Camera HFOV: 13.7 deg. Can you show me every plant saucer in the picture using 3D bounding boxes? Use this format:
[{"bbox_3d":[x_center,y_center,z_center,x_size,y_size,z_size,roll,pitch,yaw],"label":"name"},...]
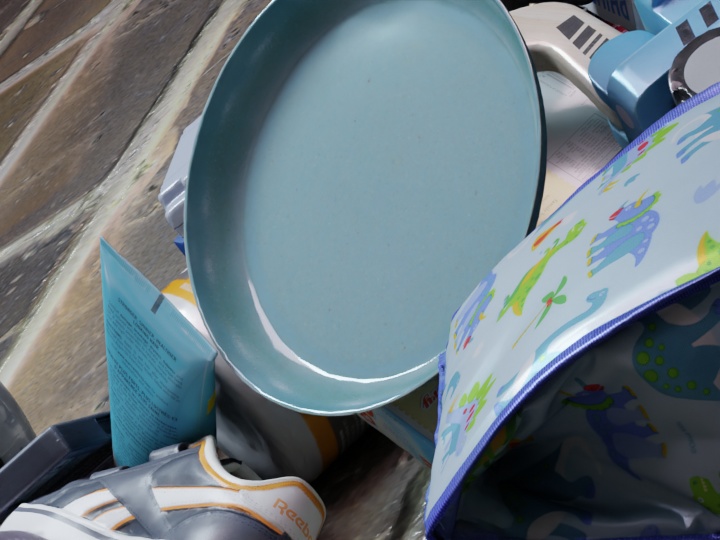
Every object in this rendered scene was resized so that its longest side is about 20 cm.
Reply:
[{"bbox_3d":[0.005,-0.036,1.259,0.200,0.027,0.201,-12,72,39],"label":"plant saucer"}]

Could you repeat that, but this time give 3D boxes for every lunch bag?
[{"bbox_3d":[0.116,0.025,1.070,0.199,0.128,0.170,-24,19,15],"label":"lunch bag"}]

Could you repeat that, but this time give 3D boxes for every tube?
[{"bbox_3d":[-0.092,0.062,1.373,0.050,0.077,0.200,-43,-21,-23],"label":"tube"}]

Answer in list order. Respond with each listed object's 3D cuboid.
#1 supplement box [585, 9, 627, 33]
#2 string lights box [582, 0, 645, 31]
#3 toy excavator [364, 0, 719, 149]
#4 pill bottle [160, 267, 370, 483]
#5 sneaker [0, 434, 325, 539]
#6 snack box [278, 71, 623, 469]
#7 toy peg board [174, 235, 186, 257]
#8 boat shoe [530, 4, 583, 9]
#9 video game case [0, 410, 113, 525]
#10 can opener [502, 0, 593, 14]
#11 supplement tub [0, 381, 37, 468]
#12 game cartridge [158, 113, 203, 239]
[{"bbox_3d":[0.143,-0.088,1.456,0.109,0.061,0.200,-36,15,8],"label":"supplement box"},{"bbox_3d":[0.200,-0.167,1.402,0.199,0.059,0.103,-16,18,-11],"label":"string lights box"},{"bbox_3d":[0.123,-0.085,1.265,0.194,0.100,0.200,-37,42,-7],"label":"toy excavator"},{"bbox_3d":[0.000,0.000,1.426,0.200,0.116,0.116,-44,16,-18],"label":"pill bottle"},{"bbox_3d":[-0.086,0.122,1.347,0.200,0.079,0.079,4,48,53],"label":"sneaker"},{"bbox_3d":[0.074,-0.006,1.300,0.200,0.037,0.116,-44,52,-14],"label":"snack box"},{"bbox_3d":[-0.018,-0.054,1.660,0.200,0.098,0.199,-42,16,-14],"label":"toy peg board"},{"bbox_3d":[0.078,-0.150,1.565,0.072,0.065,0.200,-36,5,7],"label":"boat shoe"},{"bbox_3d":[-0.164,0.118,1.485,0.143,0.019,0.200,-41,-7,13],"label":"video game case"},{"bbox_3d":[0.053,-0.123,1.412,0.200,0.078,0.064,165,124,-75],"label":"can opener"},{"bbox_3d":[-0.283,0.136,1.668,0.200,0.123,0.122,-45,17,-25],"label":"supplement tub"},{"bbox_3d":[-0.037,-0.083,1.497,0.133,0.040,0.200,-43,9,10],"label":"game cartridge"}]
